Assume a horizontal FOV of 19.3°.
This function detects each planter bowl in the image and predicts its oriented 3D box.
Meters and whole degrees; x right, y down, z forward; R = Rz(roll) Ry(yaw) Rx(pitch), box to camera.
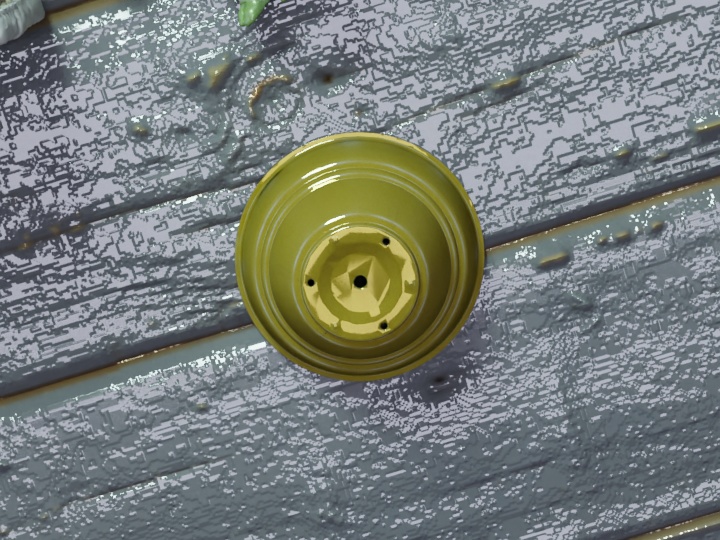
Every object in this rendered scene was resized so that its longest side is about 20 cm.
[{"bbox_3d":[0.000,0.000,1.634,0.198,0.084,0.203,0,104,-1],"label":"planter bowl"}]

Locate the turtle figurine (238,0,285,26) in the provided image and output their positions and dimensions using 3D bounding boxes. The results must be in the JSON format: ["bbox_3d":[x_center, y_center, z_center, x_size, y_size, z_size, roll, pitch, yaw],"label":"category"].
[{"bbox_3d":[-0.137,-0.249,1.532,0.194,0.201,0.144,39,116,-18],"label":"turtle figurine"}]

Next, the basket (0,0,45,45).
[{"bbox_3d":[-0.351,-0.214,1.520,0.198,0.198,0.162,-17,101,4],"label":"basket"}]
